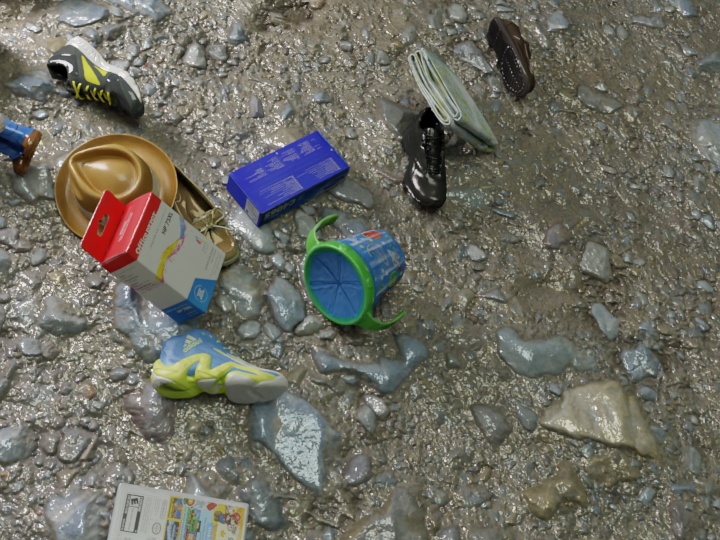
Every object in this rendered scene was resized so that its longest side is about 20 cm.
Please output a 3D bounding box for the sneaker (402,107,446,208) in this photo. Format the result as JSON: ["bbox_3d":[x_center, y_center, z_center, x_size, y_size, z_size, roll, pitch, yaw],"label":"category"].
[{"bbox_3d":[0.120,-0.205,1.755,0.075,0.091,0.202,2,58,-19],"label":"sneaker"}]

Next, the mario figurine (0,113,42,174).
[{"bbox_3d":[-0.598,-0.207,1.493,0.198,0.125,0.106,25,15,-18],"label":"mario figurine"}]

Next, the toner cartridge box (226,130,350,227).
[{"bbox_3d":[-0.122,-0.158,1.671,0.199,0.043,0.095,-30,72,-32],"label":"toner cartridge box"}]

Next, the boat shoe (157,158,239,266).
[{"bbox_3d":[-0.266,-0.090,1.564,0.200,0.063,0.073,45,55,13],"label":"boat shoe"}]

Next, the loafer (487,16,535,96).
[{"bbox_3d":[0.321,-0.439,1.987,0.070,0.073,0.202,-3,59,-19],"label":"loafer"}]

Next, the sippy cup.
[{"bbox_3d":[0.000,0.000,1.562,0.138,0.180,0.130,6,25,41],"label":"sippy cup"}]

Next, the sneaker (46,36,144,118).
[{"bbox_3d":[-0.446,-0.309,1.653,0.199,0.075,0.085,38,59,19],"label":"sneaker"}]

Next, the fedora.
[{"bbox_3d":[-0.384,-0.138,1.510,0.197,0.082,0.204,-1,70,3],"label":"fedora"}]

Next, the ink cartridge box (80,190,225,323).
[{"bbox_3d":[-0.303,-0.029,1.448,0.200,0.067,0.117,42,45,-33],"label":"ink cartridge box"}]

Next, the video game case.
[{"bbox_3d":[-0.245,0.389,1.280,0.179,0.023,0.202,12,54,-11],"label":"video game case"}]

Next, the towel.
[{"bbox_3d":[0.169,-0.310,1.811,0.199,0.048,0.173,16,43,-60],"label":"towel"}]

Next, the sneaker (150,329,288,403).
[{"bbox_3d":[-0.203,0.132,1.431,0.197,0.076,0.106,6,55,-14],"label":"sneaker"}]
